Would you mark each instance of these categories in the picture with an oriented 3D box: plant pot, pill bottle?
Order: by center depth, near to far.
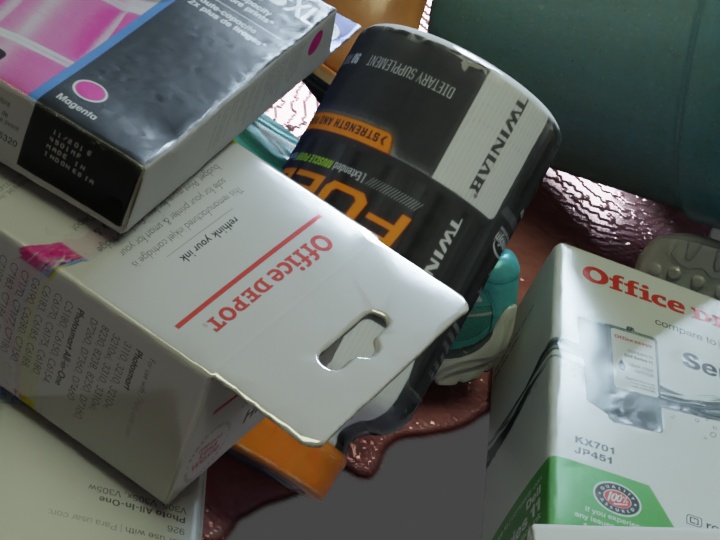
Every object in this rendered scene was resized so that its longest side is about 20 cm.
[{"bbox_3d":[0.000,0.000,0.990,0.106,0.106,0.200,28,81,2],"label":"pill bottle"},{"bbox_3d":[0.150,-0.125,1.195,0.195,0.201,0.200,13,35,19],"label":"plant pot"}]

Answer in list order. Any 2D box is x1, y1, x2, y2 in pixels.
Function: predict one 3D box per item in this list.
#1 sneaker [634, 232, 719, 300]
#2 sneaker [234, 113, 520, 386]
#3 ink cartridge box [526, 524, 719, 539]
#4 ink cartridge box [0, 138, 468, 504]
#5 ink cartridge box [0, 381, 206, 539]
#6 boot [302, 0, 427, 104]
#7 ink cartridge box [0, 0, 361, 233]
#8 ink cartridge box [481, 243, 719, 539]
[{"bbox_3d":[0.234,0.037,1.182,0.200,0.077,0.081,30,27,-3],"label":"sneaker"},{"bbox_3d":[0.002,-0.029,1.100,0.200,0.080,0.077,36,38,24],"label":"sneaker"},{"bbox_3d":[0.160,0.177,0.866,0.199,0.148,0.086,1,40,1],"label":"ink cartridge box"},{"bbox_3d":[-0.076,0.004,0.799,0.200,0.068,0.115,34,39,15],"label":"ink cartridge box"},{"bbox_3d":[-0.114,0.089,0.855,0.087,0.146,0.200,14,41,-14],"label":"ink cartridge box"},{"bbox_3d":[0.022,-0.150,1.127,0.200,0.155,0.077,43,-5,42],"label":"boot"},{"bbox_3d":[-0.075,-0.088,0.830,0.095,0.037,0.200,30,34,10],"label":"ink cartridge box"},{"bbox_3d":[0.137,0.096,1.039,0.146,0.083,0.200,19,39,-10],"label":"ink cartridge box"}]
